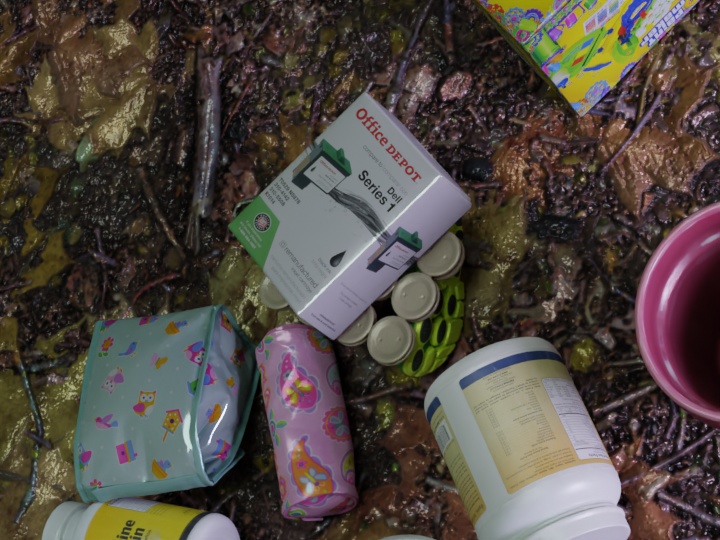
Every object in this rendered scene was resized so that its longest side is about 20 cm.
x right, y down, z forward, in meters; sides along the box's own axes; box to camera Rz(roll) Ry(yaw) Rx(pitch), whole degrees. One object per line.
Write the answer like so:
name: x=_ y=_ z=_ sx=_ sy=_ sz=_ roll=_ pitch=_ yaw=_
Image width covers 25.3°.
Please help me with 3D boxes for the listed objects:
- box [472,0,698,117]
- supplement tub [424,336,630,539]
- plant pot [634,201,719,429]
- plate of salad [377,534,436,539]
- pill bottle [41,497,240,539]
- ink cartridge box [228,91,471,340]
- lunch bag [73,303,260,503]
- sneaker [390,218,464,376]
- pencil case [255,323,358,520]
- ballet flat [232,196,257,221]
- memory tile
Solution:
box: x=0.228 y=-0.292 z=1.600 sx=0.200 sy=0.192 sz=0.122 roll=-44 pitch=60 yaw=6
supplement tub: x=0.157 y=0.181 z=1.509 sx=0.144 sy=0.144 sz=0.201 roll=-30 pitch=63 yaw=14
plant pot: x=0.361 y=0.057 z=1.427 sx=0.198 sy=0.179 sz=0.202 roll=-9 pitch=69 yaw=24
plate of salad: x=0.037 y=0.358 z=1.567 sx=0.198 sy=0.048 sz=0.202 roll=-9 pitch=70 yaw=25
pill bottle: x=-0.233 y=0.297 z=1.683 sx=0.198 sy=0.112 sz=0.113 roll=5 pitch=76 yaw=27
ink cartridge box: x=-0.011 y=-0.057 z=1.607 sx=0.200 sy=0.084 sz=0.146 roll=-45 pitch=57 yaw=5
lunch bag: x=-0.209 y=0.151 z=1.699 sx=0.169 sy=0.122 sz=0.201 roll=-9 pitch=52 yaw=23
sneaker: x=0.060 y=0.015 z=1.661 sx=0.083 sy=0.074 sz=0.202 roll=-9 pitch=66 yaw=38
pencil case: x=-0.057 y=0.156 z=1.662 sx=0.087 sy=0.087 sz=0.202 roll=-21 pitch=64 yaw=19
ballet flat: x=-0.072 y=-0.015 z=1.731 sx=0.200 sy=0.072 sz=0.072 roll=40 pitch=93 yaw=30
memory tile: x=0.000 y=0.000 z=1.640 sx=0.199 sy=0.017 sz=0.154 roll=25 pitch=83 yaw=33
